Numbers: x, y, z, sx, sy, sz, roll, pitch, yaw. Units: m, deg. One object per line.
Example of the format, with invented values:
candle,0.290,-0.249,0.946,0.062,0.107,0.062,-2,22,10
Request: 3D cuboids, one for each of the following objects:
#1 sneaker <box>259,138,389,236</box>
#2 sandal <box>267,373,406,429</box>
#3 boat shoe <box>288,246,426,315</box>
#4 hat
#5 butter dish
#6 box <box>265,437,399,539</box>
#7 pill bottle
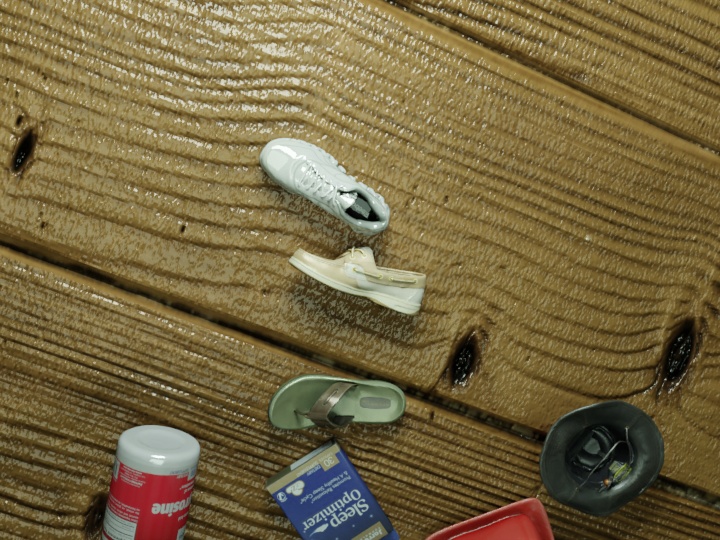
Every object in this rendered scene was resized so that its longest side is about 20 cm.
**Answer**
sneaker,-0.043,-0.113,1.129,0.200,0.081,0.075,30,97,-11
sandal,-0.032,0.190,1.199,0.201,0.057,0.080,-2,101,-8
boat shoe,0.000,0.000,1.164,0.200,0.074,0.069,20,95,-21
hat,0.347,0.264,1.258,0.200,0.081,0.201,-4,109,-11
butter dish,0.216,0.471,1.243,0.200,0.148,0.200,-18,102,-4
box,-0.036,0.361,1.246,0.121,0.032,0.200,-33,104,-1
pill bottle,-0.292,0.325,1.160,0.112,0.112,0.200,11,100,-10
